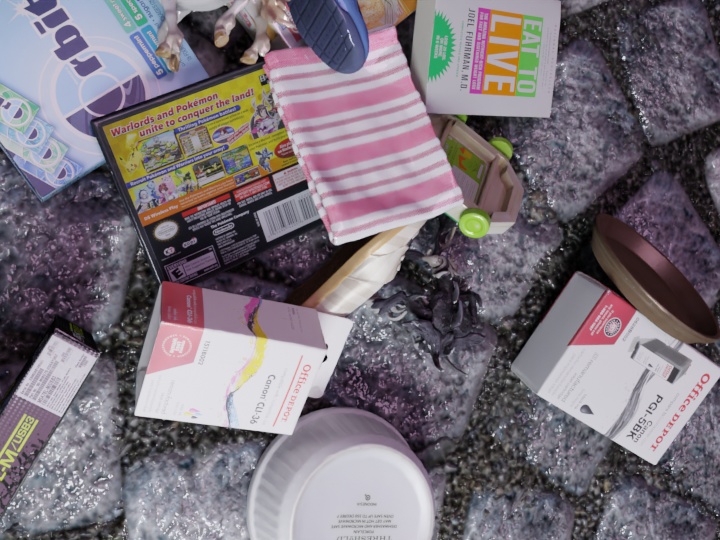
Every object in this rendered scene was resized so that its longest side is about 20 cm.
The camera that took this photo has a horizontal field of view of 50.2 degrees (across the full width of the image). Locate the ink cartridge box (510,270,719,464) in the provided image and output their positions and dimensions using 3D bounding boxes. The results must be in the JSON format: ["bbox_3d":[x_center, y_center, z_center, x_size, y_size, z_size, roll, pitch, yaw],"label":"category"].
[{"bbox_3d":[0.306,0.117,0.917,0.199,0.083,0.147,31,97,-19],"label":"ink cartridge box"}]

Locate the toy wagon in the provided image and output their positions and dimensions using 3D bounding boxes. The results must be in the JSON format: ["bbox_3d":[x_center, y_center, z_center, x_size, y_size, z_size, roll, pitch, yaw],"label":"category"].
[{"bbox_3d":[0.093,-0.126,0.839,0.199,0.040,0.156,36,44,-9],"label":"toy wagon"}]

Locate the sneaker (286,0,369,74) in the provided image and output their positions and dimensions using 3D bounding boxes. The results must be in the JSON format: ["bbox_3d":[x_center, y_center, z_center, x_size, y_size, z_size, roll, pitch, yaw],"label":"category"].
[{"bbox_3d":[-0.033,-0.283,0.720,0.082,0.074,0.201,-25,90,-32],"label":"sneaker"}]

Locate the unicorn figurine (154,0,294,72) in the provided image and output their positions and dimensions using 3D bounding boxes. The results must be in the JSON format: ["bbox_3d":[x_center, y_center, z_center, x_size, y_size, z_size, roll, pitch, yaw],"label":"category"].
[{"bbox_3d":[-0.155,-0.259,0.705,0.198,0.074,0.139,2,80,0],"label":"unicorn figurine"}]

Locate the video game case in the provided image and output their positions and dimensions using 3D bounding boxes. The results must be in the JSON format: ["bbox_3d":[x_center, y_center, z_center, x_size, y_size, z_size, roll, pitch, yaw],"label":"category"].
[{"bbox_3d":[-0.138,-0.096,0.765,0.199,0.025,0.182,-26,114,-22],"label":"video game case"}]

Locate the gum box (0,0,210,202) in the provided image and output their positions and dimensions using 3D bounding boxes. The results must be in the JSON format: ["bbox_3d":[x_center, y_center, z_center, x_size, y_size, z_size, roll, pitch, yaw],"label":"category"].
[{"bbox_3d":[-0.268,-0.191,0.729,0.200,0.044,0.170,-38,103,-18],"label":"gum box"}]

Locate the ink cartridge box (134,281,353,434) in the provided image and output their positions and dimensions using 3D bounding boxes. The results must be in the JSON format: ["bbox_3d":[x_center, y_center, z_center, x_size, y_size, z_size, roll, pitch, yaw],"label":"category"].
[{"bbox_3d":[-0.109,0.092,0.753,0.199,0.068,0.117,11,121,-21],"label":"ink cartridge box"}]

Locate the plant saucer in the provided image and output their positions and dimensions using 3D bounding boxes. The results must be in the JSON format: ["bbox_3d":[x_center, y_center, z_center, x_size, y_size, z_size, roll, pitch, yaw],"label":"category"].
[{"bbox_3d":[0.347,0.012,0.919,0.199,0.201,0.029,33,118,-19],"label":"plant saucer"}]

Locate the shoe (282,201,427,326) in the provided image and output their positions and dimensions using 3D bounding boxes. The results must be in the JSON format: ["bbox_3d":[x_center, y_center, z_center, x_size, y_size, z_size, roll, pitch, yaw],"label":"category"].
[{"bbox_3d":[0.000,0.000,0.801,0.200,0.070,0.053,-41,107,13],"label":"shoe"}]

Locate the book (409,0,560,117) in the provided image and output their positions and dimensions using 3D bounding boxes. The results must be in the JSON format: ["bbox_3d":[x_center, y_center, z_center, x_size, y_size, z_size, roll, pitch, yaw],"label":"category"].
[{"bbox_3d":[0.137,-0.238,0.839,0.199,0.048,0.135,-8,111,-38],"label":"book"}]

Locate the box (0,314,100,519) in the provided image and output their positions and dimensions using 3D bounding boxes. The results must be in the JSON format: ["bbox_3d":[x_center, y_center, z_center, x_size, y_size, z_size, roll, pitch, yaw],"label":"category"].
[{"bbox_3d":[-0.290,0.137,0.641,0.047,0.193,0.201,33,79,-20],"label":"box"}]

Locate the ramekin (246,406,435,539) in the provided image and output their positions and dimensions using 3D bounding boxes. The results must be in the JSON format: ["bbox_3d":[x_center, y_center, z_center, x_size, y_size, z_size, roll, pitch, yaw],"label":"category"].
[{"bbox_3d":[-0.013,0.250,0.803,0.201,0.094,0.204,0,89,-22],"label":"ramekin"}]

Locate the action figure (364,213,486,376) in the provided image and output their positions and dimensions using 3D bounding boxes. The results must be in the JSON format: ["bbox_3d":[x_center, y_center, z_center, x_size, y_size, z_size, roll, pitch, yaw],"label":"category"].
[{"bbox_3d":[0.074,0.021,0.833,0.118,0.102,0.202,13,65,-30],"label":"action figure"}]

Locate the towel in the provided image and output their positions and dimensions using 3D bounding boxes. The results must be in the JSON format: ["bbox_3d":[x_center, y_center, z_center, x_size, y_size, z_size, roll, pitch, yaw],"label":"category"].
[{"bbox_3d":[0.004,-0.135,0.745,0.145,0.030,0.201,-19,82,-20],"label":"towel"}]

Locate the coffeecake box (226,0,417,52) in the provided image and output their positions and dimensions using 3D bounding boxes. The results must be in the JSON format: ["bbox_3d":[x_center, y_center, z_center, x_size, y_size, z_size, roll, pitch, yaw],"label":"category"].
[{"bbox_3d":[-0.030,-0.304,0.809,0.200,0.073,0.154,-43,105,-16],"label":"coffeecake box"}]
